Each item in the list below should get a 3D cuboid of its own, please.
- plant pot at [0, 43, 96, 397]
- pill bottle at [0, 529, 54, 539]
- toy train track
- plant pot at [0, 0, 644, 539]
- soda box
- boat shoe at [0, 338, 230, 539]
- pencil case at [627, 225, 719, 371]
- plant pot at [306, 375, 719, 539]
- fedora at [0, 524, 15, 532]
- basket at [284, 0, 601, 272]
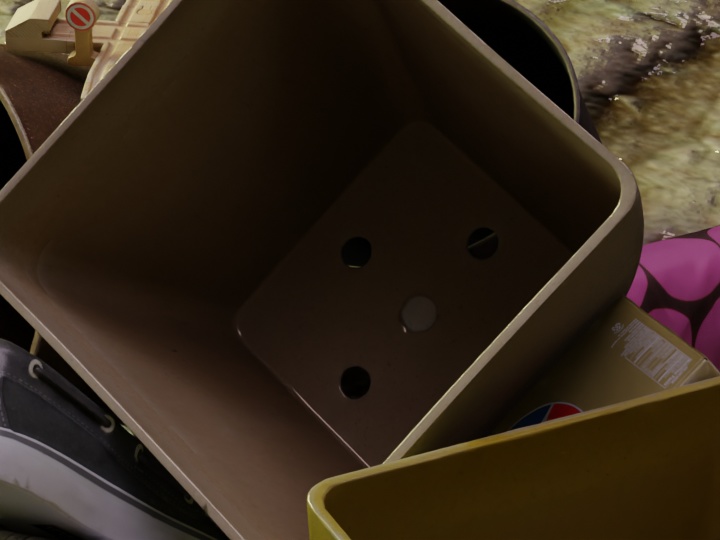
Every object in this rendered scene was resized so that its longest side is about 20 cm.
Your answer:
[{"bbox_3d":[-0.125,-0.022,1.222,0.199,0.188,0.187,-7,30,-42],"label":"plant pot"},{"bbox_3d":[-0.145,0.154,0.964,0.199,0.112,0.111,10,31,9],"label":"pill bottle"},{"bbox_3d":[-0.060,-0.112,1.129,0.199,0.033,0.115,4,32,7],"label":"toy train track"},{"bbox_3d":[0.000,0.000,1.032,0.200,0.200,0.177,44,3,24],"label":"plant pot"},{"bbox_3d":[0.069,0.111,0.996,0.200,0.068,0.064,-46,37,-2],"label":"soda box"},{"bbox_3d":[-0.098,0.087,1.003,0.068,0.200,0.057,-1,66,31],"label":"boat shoe"},{"bbox_3d":[0.139,0.035,1.225,0.199,0.094,0.091,-15,-1,-30],"label":"pencil case"},{"bbox_3d":[0.105,0.179,0.895,0.199,0.177,0.200,-12,36,-26],"label":"plant pot"},{"bbox_3d":[-0.217,0.057,1.052,0.199,0.177,0.091,8,74,15],"label":"fedora"},{"bbox_3d":[0.049,-0.049,1.231,0.179,0.137,0.200,-4,-12,21],"label":"basket"}]
